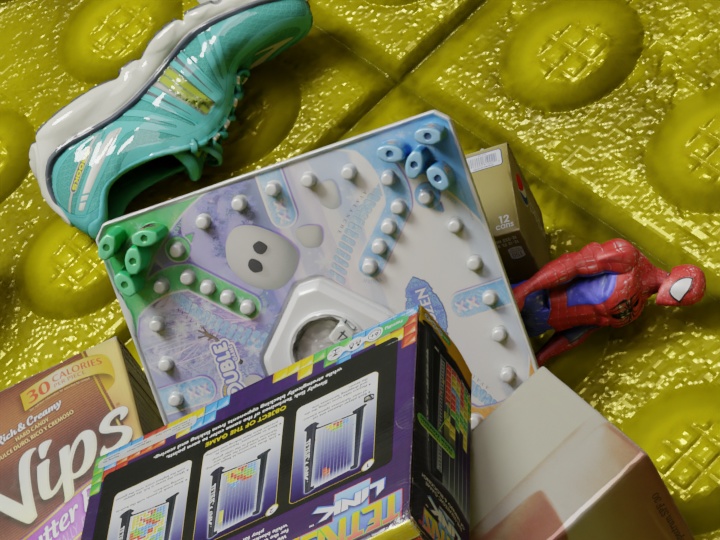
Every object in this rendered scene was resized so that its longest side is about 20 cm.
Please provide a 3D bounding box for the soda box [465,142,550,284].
[{"bbox_3d":[0.000,0.000,1.418,0.199,0.068,0.064,-16,51,13],"label":"soda box"}]

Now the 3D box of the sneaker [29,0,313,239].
[{"bbox_3d":[-0.104,-0.095,1.569,0.200,0.078,0.080,-40,68,0],"label":"sneaker"}]

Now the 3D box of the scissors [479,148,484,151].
[{"bbox_3d":[0.016,0.011,1.454,0.073,0.014,0.201,0,57,27],"label":"scissors"}]

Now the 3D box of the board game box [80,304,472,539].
[{"bbox_3d":[-0.043,0.121,1.249,0.199,0.057,0.166,-26,31,20],"label":"board game box"}]

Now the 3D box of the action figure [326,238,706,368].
[{"bbox_3d":[0.084,0.024,1.372,0.199,0.066,0.052,-13,46,5],"label":"action figure"}]

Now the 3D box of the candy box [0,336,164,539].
[{"bbox_3d":[-0.153,0.144,1.408,0.116,0.057,0.200,-26,47,6],"label":"candy box"}]

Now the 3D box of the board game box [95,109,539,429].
[{"bbox_3d":[-0.016,0.042,1.343,0.199,0.201,0.026,-18,9,13],"label":"board game box"}]

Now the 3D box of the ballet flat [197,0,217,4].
[{"bbox_3d":[-0.098,-0.231,1.659,0.069,0.070,0.200,-27,48,4],"label":"ballet flat"}]

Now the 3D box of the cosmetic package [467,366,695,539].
[{"bbox_3d":[0.057,0.159,1.264,0.200,0.103,0.087,-42,48,-7],"label":"cosmetic package"}]
